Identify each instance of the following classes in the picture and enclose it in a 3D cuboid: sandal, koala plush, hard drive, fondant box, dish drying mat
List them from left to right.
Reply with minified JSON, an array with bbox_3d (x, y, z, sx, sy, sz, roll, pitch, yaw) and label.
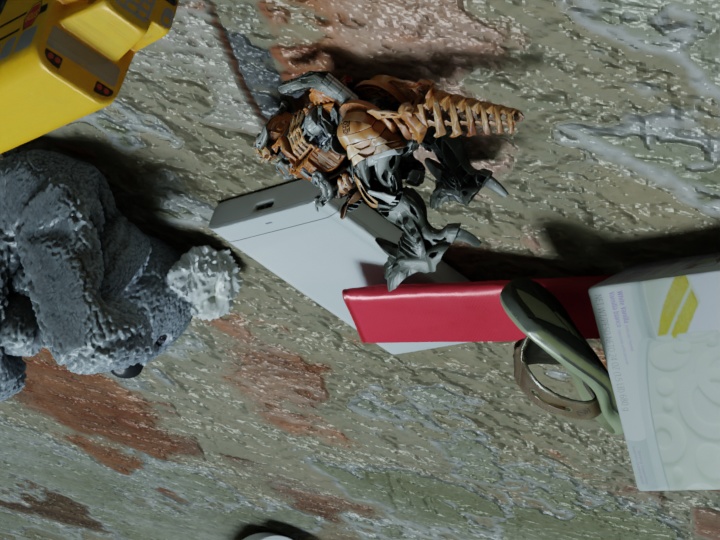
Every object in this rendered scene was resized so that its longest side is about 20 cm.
[{"bbox_3d":[-0.198,0.011,1.310,0.176,0.186,0.199,-16,162,33],"label":"koala plush"},{"bbox_3d":[0.000,0.000,1.268,0.199,0.027,0.131,35,150,-32],"label":"hard drive"},{"bbox_3d":[0.091,0.028,1.224,0.198,0.018,0.077,-2,150,13],"label":"dish drying mat"},{"bbox_3d":[0.142,0.075,1.186,0.057,0.080,0.201,-35,142,4],"label":"sandal"},{"bbox_3d":[0.254,0.062,1.083,0.199,0.146,0.058,-10,-172,44],"label":"fondant box"}]

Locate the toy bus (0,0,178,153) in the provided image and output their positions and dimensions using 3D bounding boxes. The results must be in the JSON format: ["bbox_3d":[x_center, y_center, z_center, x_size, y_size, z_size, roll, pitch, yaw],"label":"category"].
[{"bbox_3d":[-0.197,-0.134,1.061,0.065,0.079,0.199,33,152,-30],"label":"toy bus"}]

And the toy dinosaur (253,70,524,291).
[{"bbox_3d":[0.016,-0.070,1.042,0.136,0.102,0.200,52,164,-25],"label":"toy dinosaur"}]

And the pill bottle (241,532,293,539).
[{"bbox_3d":[-0.120,0.378,2.033,0.111,0.113,0.200,21,155,-7],"label":"pill bottle"}]
